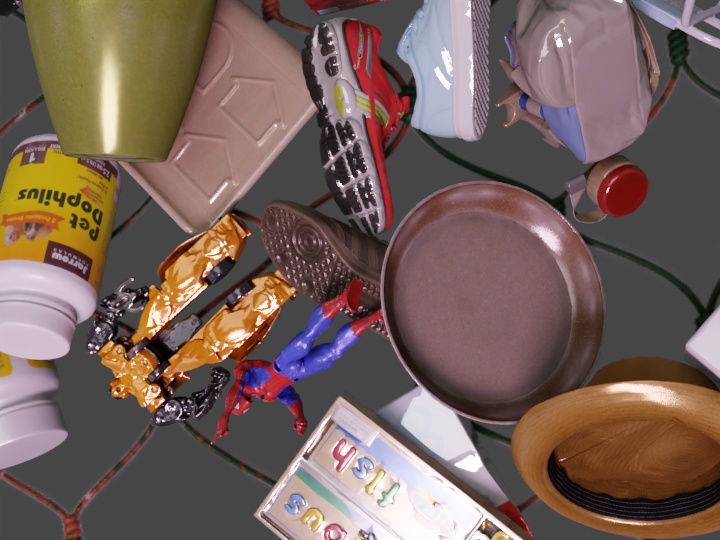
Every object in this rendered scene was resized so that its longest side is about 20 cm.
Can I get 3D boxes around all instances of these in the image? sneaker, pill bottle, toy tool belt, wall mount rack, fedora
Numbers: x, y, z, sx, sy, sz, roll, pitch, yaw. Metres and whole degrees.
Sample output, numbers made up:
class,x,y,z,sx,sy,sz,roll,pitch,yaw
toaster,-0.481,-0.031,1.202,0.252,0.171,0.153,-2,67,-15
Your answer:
class,x,y,z,sx,sy,sz,roll,pitch,yaw
sneaker,0.067,-0.212,0.799,0.082,0.074,0.201,6,108,21
pill bottle,-0.366,0.086,0.908,0.114,0.114,0.201,-28,74,13
toy tool belt,0.176,-0.150,0.761,0.125,0.200,0.123,-28,36,-5
sneaker,0.011,-0.132,0.838,0.077,0.085,0.201,-5,96,60
wall mount rack,0.225,-0.247,0.730,0.200,0.174,0.075,35,125,20
pill bottle,-0.296,-0.022,0.874,0.109,0.109,0.201,-8,59,17
fedora,0.216,0.126,0.706,0.200,0.201,0.082,3,42,19
sneaker,0.000,0.000,0.824,0.200,0.075,0.071,37,122,19

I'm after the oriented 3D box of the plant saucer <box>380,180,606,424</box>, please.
class,x,y,z,sx,sy,sz,roll,pitch,yaw
plant saucer,0.106,0.026,0.756,0.199,0.032,0.201,5,75,-18

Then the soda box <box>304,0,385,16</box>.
class,x,y,z,sx,sy,sz,roll,pitch,yaw
soda box,0.038,-0.299,0.856,0.199,0.063,0.070,-7,80,17

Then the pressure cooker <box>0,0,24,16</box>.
class,x,y,z,sx,sy,sz,roll,pitch,yaw
pressure cooker,-0.366,-0.372,0.949,0.200,0.179,0.176,-32,42,12

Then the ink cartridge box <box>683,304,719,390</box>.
class,x,y,z,sx,sy,sz,roll,pitch,yaw
ink cartridge box,0.331,0.012,0.666,0.084,0.145,0.200,42,96,20

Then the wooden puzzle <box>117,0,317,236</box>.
class,x,y,z,sx,sy,sz,roll,pitch,yaw
wooden puzzle,-0.146,-0.158,0.910,0.185,0.046,0.200,44,92,19

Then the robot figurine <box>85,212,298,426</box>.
class,x,y,z,sx,sy,sz,roll,pitch,yaw
robot figurine,-0.158,0.050,0.864,0.200,0.058,0.145,-42,89,8

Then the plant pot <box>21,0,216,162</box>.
class,x,y,z,sx,sy,sz,roll,pitch,yaw
plant pot,-0.219,-0.202,0.838,0.186,0.187,0.201,4,94,19

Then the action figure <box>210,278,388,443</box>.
class,x,y,z,sx,sy,sz,roll,pitch,yaw
action figure,-0.057,0.097,0.786,0.200,0.065,0.099,-36,33,38

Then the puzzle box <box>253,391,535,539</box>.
class,x,y,z,sx,sy,sz,roll,pitch,yaw
puzzle box,0.025,0.213,0.762,0.200,0.025,0.133,36,100,9

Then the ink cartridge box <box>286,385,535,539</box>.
class,x,y,z,sx,sy,sz,roll,pitch,yaw
ink cartridge box,0.049,0.216,0.783,0.160,0.047,0.200,-32,72,12
